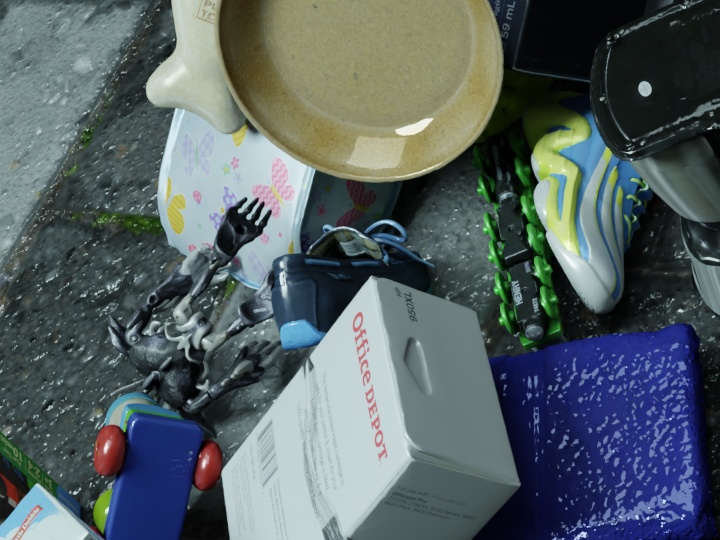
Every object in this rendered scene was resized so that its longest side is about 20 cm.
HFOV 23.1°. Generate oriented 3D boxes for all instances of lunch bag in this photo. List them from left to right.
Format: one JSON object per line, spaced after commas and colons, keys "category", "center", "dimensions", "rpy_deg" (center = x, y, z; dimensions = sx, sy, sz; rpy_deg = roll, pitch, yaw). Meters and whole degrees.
{"category": "lunch bag", "center": [-0.055, -0.084, 1.325], "dimensions": [0.169, 0.126, 0.202], "rpy_deg": [18, 92, 42]}

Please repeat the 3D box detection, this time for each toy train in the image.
{"category": "toy train", "center": [-0.161, 0.188, 1.214], "dimensions": [0.116, 0.084, 0.202], "rpy_deg": [-147, 69, -71]}
{"category": "toy train", "center": [0.111, -0.018, 1.206], "dimensions": [0.041, 0.057, 0.201], "rpy_deg": [-23, 41, 16]}

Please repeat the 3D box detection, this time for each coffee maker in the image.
{"category": "coffee maker", "center": [0.258, -0.068, 1.052], "dimensions": [0.190, 0.200, 0.136], "rpy_deg": [-1, 57, 36]}

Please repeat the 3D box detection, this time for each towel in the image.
{"category": "towel", "center": [0.124, 0.118, 1.104], "dimensions": [0.198, 0.050, 0.149], "rpy_deg": [-13, 56, 24]}

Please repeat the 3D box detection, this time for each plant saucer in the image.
{"category": "plant saucer", "center": [0.001, -0.153, 1.172], "dimensions": [0.198, 0.202, 0.036], "rpy_deg": [-12, 29, 25]}

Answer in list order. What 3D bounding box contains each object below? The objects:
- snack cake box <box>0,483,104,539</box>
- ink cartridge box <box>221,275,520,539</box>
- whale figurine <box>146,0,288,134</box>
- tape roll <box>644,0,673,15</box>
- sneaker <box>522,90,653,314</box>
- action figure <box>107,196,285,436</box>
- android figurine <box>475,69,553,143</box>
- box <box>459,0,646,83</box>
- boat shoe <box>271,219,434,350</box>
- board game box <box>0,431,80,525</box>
{"category": "snack cake box", "center": [-0.165, 0.237, 1.082], "dimensions": [0.115, 0.200, 0.067], "rpy_deg": [-48, 44, -11]}
{"category": "ink cartridge box", "center": [0.001, 0.127, 1.083], "dimensions": [0.200, 0.083, 0.146], "rpy_deg": [-53, 33, 34]}
{"category": "whale figurine", "center": [-0.084, -0.203, 1.246], "dimensions": [0.104, 0.157, 0.202], "rpy_deg": [-61, -9, -74]}
{"category": "tape roll", "center": [0.237, -0.264, 1.255], "dimensions": [0.198, 0.066, 0.203], "rpy_deg": [-3, 85, 34]}
{"category": "sneaker", "center": [0.172, -0.064, 1.196], "dimensions": [0.104, 0.076, 0.201], "rpy_deg": [-24, 45, 14]}
{"category": "action figure", "center": [-0.106, 0.040, 1.265], "dimensions": [0.102, 0.119, 0.200], "rpy_deg": [-31, -11, -44]}
{"category": "android figurine", "center": [0.076, -0.168, 1.370], "dimensions": [0.182, 0.041, 0.199], "rpy_deg": [-50, 43, -11]}
{"category": "box", "center": [0.101, -0.250, 1.233], "dimensions": [0.198, 0.122, 0.202], "rpy_deg": [25, 107, 48]}
{"category": "boat shoe", "center": [0.000, 0.000, 1.185], "dimensions": [0.083, 0.069, 0.200], "rpy_deg": [-14, 4, 17]}
{"category": "board game box", "center": [-0.241, 0.209, 1.191], "dimensions": [0.036, 0.152, 0.201], "rpy_deg": [-22, 46, 14]}
